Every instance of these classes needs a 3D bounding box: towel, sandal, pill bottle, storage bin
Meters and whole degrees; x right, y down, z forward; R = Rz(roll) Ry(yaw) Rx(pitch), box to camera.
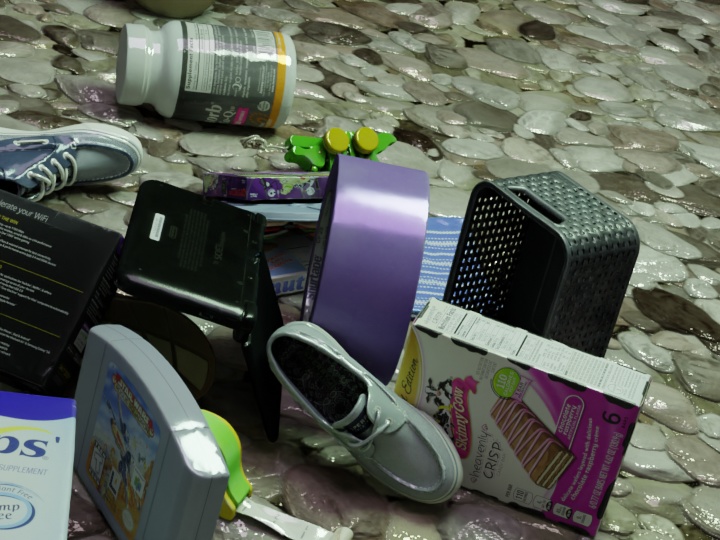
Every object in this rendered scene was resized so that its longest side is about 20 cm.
[{"bbox_3d":[0.065,-0.008,1.636,0.145,0.024,0.200,5,29,-14],"label":"towel"},{"bbox_3d":[-0.215,0.055,1.361,0.200,0.080,0.054,16,7,12],"label":"sandal"},{"bbox_3d":[-0.183,-0.233,1.837,0.200,0.116,0.116,4,30,-16],"label":"pill bottle"},{"bbox_3d":[0.158,0.023,1.433,0.094,0.200,0.135,-9,36,-36],"label":"storage bin"}]

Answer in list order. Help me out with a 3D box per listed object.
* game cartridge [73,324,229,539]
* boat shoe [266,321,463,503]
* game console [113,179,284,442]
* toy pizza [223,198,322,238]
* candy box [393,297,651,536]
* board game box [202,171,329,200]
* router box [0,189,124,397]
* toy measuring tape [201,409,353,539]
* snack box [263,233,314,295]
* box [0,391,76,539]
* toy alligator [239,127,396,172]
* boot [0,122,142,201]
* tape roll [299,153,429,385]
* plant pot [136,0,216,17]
[{"bbox_3d":[-0.164,0.133,1.165,0.041,0.133,0.200,-6,34,-32],"label":"game cartridge"},{"bbox_3d":[-0.003,0.120,1.276,0.201,0.070,0.072,42,10,11],"label":"boat shoe"},{"bbox_3d":[-0.133,0.031,1.349,0.176,0.116,0.200,19,25,-10],"label":"game console"},{"bbox_3d":[-0.059,-0.052,1.593,0.200,0.032,0.200,1,7,0],"label":"toy pizza"},{"bbox_3d":[0.127,0.122,1.309,0.200,0.137,0.061,19,28,12],"label":"candy box"},{"bbox_3d":[-0.056,-0.093,1.683,0.200,0.032,0.120,-3,11,-27],"label":"board game box"},{"bbox_3d":[-0.315,0.009,1.321,0.200,0.051,0.149,20,70,13],"label":"router box"},{"bbox_3d":[-0.096,0.157,1.218,0.200,0.074,0.074,20,29,13],"label":"toy measuring tape"},{"bbox_3d":[-0.100,-0.002,1.550,0.200,0.024,0.072,-10,36,-37],"label":"snack box"},{"bbox_3d":[-0.296,0.173,1.064,0.184,0.105,0.200,8,28,-12],"label":"box"},{"bbox_3d":[-0.043,-0.128,1.778,0.200,0.059,0.054,-5,74,-31],"label":"toy alligator"},{"bbox_3d":[-0.322,-0.100,1.596,0.200,0.073,0.090,-2,38,-11],"label":"boot"},{"bbox_3d":[0.000,0.000,1.407,0.085,0.200,0.200,10,28,-6],"label":"tape roll"},{"bbox_3d":[-0.251,-0.426,2.133,0.200,0.135,0.200,10,28,-5],"label":"plant pot"}]
